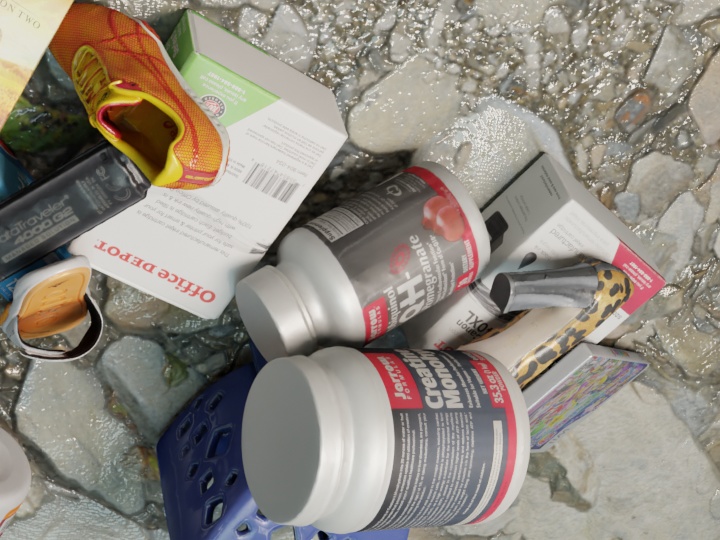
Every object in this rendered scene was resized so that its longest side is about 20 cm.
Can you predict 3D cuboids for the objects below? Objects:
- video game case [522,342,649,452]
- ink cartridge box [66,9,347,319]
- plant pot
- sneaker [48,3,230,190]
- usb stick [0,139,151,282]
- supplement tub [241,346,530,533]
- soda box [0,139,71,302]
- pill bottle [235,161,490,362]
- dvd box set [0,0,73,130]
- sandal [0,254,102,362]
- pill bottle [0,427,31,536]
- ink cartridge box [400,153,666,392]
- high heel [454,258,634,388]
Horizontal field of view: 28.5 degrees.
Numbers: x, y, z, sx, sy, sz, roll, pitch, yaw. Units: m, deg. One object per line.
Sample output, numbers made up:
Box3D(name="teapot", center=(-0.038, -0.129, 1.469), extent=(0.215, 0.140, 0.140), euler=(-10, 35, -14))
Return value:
Box3D(name="video game case", center=(0.188, 0.123, 1.326), extent=(0.143, 0.018, 0.199), euler=(-43, 159, 16))
Box3D(name="ink cartridge box", center=(-0.127, -0.080, 1.133), extent=(0.144, 0.084, 0.201), euler=(26, 115, -27))
Box3D(name="plant pot", center=(-0.049, 0.182, 1.272), extent=(0.199, 0.201, 0.181), euler=(28, 109, -28))
Box3D(name="sneaker", center=(-0.171, -0.134, 1.022), extent=(0.077, 0.200, 0.074), euler=(0, 126, -54))
Box3D(name="usb stick", center=(-0.250, -0.035, 1.075), extent=(0.198, 0.033, 0.056), euler=(-28, 113, 13))
Box3D(name="supplement tub", center=(0.021, 0.132, 1.110), extent=(0.198, 0.141, 0.142), euler=(3, 125, -34))
Box3D(name="soda box", center=(-0.308, -0.074, 1.103), extent=(0.064, 0.068, 0.201), euler=(-29, 126, 7))
Box3D(name="pill bottle", center=(0.000, 0.000, 1.164), extent=(0.198, 0.110, 0.112), euler=(-29, 130, -21))
Box3D(name="dvd box set", center=(-0.298, -0.172, 1.004), extent=(0.146, 0.029, 0.202), euler=(32, 84, -30))
Box3D(name="sandal", center=(-0.245, 0.043, 1.137), extent=(0.078, 0.060, 0.207), euler=(-20, 171, -16))
Box3D(name="pill bottle", center=(-0.387, 0.234, 1.273), extent=(0.112, 0.114, 0.201), euler=(24, 116, -27))
Box3D(name="ink cartridge box", center=(0.148, 0.019, 1.270), extent=(0.145, 0.084, 0.200), euler=(35, 110, -31))
Box3D(name="high heel", center=(0.154, 0.076, 1.225), extent=(0.141, 0.072, 0.202), euler=(-4, 134, -28))
